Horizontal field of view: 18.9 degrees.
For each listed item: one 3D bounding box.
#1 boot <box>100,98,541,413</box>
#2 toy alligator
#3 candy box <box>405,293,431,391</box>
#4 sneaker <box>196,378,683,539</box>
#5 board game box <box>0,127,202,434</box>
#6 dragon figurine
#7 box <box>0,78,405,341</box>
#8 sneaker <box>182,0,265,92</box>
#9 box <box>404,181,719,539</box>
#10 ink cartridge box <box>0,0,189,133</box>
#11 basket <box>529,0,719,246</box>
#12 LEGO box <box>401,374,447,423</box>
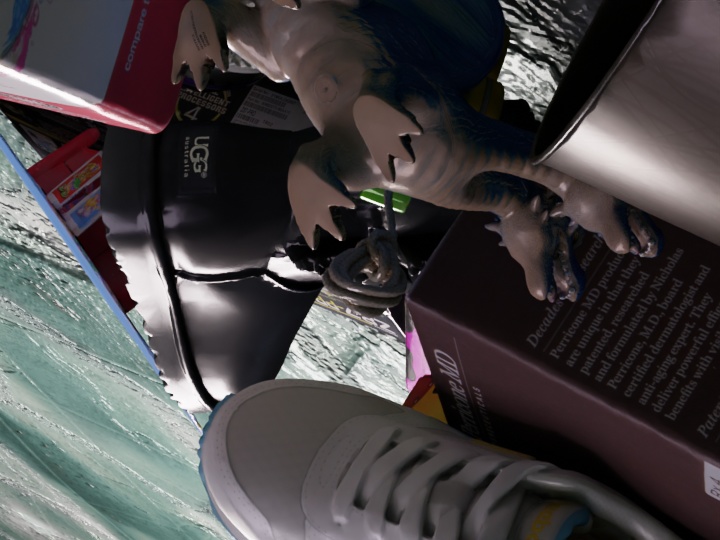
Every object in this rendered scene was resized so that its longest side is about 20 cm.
[{"bbox_3d":[0.000,0.000,0.846,0.167,0.077,0.200,0,153,8],"label":"boot"},{"bbox_3d":[0.019,-0.062,0.707,0.059,0.201,0.055,18,124,-5],"label":"toy alligator"},{"bbox_3d":[0.118,0.055,0.942,0.199,0.061,0.137,30,162,12],"label":"candy box"},{"bbox_3d":[0.038,0.084,0.700,0.199,0.077,0.081,25,154,13],"label":"sneaker"},{"bbox_3d":[-0.111,-0.019,0.960,0.200,0.039,0.159,48,170,51],"label":"board game box"},{"bbox_3d":[0.002,-0.065,0.627,0.200,0.099,0.059,50,121,13],"label":"dragon figurine"},{"bbox_3d":[-0.070,-0.047,0.993,0.199,0.049,0.161,21,162,28],"label":"box"},{"bbox_3d":[-0.116,-0.128,0.811,0.200,0.070,0.099,37,162,-8],"label":"sneaker"},{"bbox_3d":[0.118,0.047,0.676,0.199,0.075,0.100,29,161,25],"label":"box"},{"bbox_3d":[-0.149,-0.109,0.613,0.147,0.086,0.200,15,177,23],"label":"ink cartridge box"},{"bbox_3d":[0.166,-0.043,0.534,0.199,0.137,0.181,29,151,-1],"label":"basket"},{"bbox_3d":[0.053,0.122,0.870,0.077,0.149,0.200,38,164,-16],"label":"LEGO box"}]
